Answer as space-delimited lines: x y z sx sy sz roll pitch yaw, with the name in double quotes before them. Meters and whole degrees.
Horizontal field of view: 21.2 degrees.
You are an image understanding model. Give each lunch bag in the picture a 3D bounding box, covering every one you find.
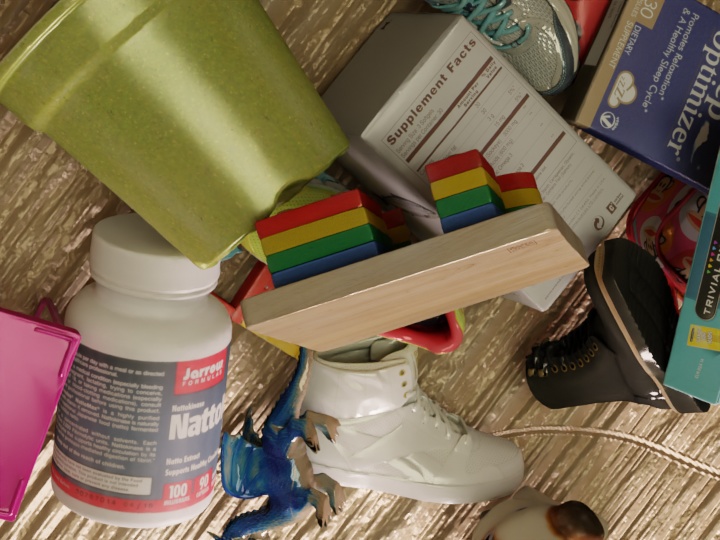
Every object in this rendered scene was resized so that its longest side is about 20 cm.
"lunch bag" 0.313 -0.012 1.521 0.200 0.082 0.176 42 87 -20

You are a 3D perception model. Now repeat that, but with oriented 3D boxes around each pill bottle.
"pill bottle" -0.153 0.068 1.359 0.119 0.120 0.200 1 111 -18

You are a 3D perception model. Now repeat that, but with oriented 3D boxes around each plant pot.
"plant pot" -0.113 -0.109 1.264 0.200 0.200 0.184 -40 92 -4

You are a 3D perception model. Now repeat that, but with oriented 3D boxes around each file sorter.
"file sorter" -0.316 0.062 1.311 0.200 0.125 0.139 18 99 -21

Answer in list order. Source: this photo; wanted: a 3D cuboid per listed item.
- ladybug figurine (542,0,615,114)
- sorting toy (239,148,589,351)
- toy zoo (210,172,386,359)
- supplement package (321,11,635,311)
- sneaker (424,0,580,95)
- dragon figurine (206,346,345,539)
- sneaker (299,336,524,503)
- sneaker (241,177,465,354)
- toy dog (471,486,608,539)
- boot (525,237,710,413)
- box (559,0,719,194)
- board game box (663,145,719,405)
"ladybug figurine" 0.178 -0.202 1.432 0.136 0.072 0.200 -11 107 -15
"sorting toy" 0.035 -0.015 1.255 0.200 0.199 0.070 -18 80 10
"toy zoo" -0.062 -0.019 1.430 0.200 0.020 0.131 33 93 -23
"supplement package" 0.078 -0.081 1.401 0.200 0.117 0.117 43 81 -23
"sneaker" 0.076 -0.199 1.371 0.078 0.086 0.200 -34 99 35
"dragon figurine" -0.069 0.136 1.412 0.099 0.059 0.200 -1 106 19
"sneaker" 0.044 0.109 1.464 0.200 0.074 0.116 7 114 -19
"sneaker" 0.000 0.000 1.389 0.200 0.090 0.078 25 111 -22
"toy dog" 0.151 0.253 1.473 0.139 0.194 0.200 -36 132 3
"boot" 0.168 0.053 1.437 0.200 0.138 0.078 54 40 -44
"box" 0.254 -0.124 1.416 0.200 0.032 0.121 24 88 -24
"board game box" 0.294 -0.015 1.402 0.151 0.047 0.200 -13 119 -54
